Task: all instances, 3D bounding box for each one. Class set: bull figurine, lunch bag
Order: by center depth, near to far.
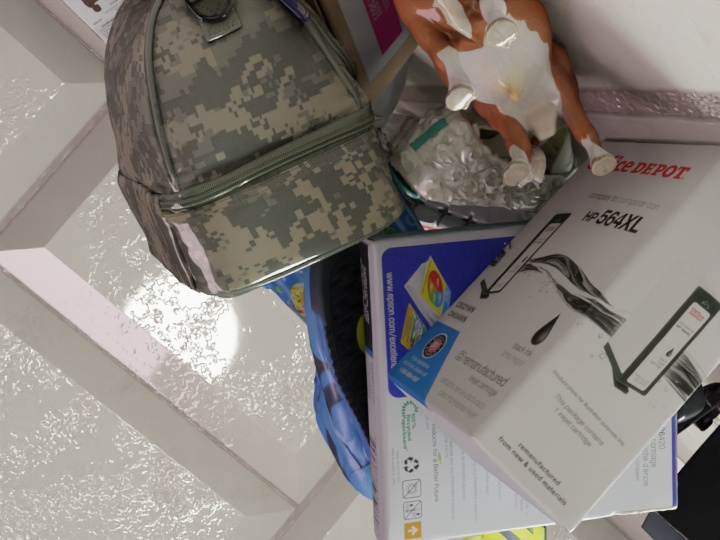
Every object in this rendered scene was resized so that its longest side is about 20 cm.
[{"bbox_3d":[0.058,-0.120,0.612,0.200,0.065,0.122,35,-150,-43],"label":"bull figurine"},{"bbox_3d":[-0.078,-0.092,0.704,0.169,0.139,0.200,67,167,-17],"label":"lunch bag"}]

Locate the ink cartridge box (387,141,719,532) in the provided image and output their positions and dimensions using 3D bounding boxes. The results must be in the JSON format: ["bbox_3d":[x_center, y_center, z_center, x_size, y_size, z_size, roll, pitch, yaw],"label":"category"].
[{"bbox_3d":[0.127,0.026,0.679,0.084,0.200,0.146,44,174,-17],"label":"ink cartridge box"}]

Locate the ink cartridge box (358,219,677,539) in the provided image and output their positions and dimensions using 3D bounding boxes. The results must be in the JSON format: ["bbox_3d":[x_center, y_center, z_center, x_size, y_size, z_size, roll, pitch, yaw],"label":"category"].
[{"bbox_3d":[0.102,0.067,0.781,0.047,0.199,0.199,-150,56,-73],"label":"ink cartridge box"}]

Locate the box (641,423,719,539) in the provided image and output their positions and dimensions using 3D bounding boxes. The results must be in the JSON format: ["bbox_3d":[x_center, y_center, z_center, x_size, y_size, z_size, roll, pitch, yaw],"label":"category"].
[{"bbox_3d":[0.301,0.173,0.980,0.079,0.141,0.200,38,174,18],"label":"box"}]

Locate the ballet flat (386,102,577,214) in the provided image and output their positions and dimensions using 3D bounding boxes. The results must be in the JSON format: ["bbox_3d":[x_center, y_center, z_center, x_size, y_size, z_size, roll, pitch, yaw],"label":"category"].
[{"bbox_3d":[0.094,-0.072,0.749,0.072,0.072,0.200,38,-157,27],"label":"ballet flat"}]

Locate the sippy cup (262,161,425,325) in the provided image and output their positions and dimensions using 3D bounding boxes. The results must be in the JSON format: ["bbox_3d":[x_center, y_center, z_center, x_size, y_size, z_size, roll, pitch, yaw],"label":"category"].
[{"bbox_3d":[0.000,0.000,0.895,0.177,0.140,0.130,-13,-126,-43],"label":"sippy cup"}]

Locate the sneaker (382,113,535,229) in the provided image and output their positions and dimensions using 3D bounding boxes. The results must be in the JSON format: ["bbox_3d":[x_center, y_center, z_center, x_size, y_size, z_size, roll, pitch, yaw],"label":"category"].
[{"bbox_3d":[0.079,-0.058,1.049,0.200,0.077,0.082,42,-174,25],"label":"sneaker"}]

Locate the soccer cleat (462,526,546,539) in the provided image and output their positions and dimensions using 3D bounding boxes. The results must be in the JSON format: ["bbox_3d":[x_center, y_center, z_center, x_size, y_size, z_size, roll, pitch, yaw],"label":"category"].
[{"bbox_3d":[0.081,0.146,0.845,0.083,0.202,0.064,-14,-169,-43],"label":"soccer cleat"}]

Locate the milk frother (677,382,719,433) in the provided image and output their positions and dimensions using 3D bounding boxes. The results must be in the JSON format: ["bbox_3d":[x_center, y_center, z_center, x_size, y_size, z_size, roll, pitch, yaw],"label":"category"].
[{"bbox_3d":[0.187,0.054,0.930,0.200,0.180,0.189,-11,-96,-61],"label":"milk frother"}]

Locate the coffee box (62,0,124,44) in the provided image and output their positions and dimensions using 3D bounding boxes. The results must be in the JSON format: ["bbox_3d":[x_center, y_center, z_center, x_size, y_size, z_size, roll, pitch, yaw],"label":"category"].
[{"bbox_3d":[-0.186,-0.243,1.104,0.200,0.080,0.113,45,-152,-37],"label":"coffee box"}]

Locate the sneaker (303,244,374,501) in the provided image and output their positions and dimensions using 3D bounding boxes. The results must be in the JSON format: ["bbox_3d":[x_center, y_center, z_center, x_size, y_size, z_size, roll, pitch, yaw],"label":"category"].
[{"bbox_3d":[-0.012,0.071,0.816,0.078,0.066,0.201,10,126,44],"label":"sneaker"}]

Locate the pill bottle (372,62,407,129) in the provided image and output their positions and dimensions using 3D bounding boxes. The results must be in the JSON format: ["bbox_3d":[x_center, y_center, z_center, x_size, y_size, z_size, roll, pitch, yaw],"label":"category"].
[{"bbox_3d":[-0.071,-0.174,0.919,0.200,0.113,0.112,38,174,21],"label":"pill bottle"}]

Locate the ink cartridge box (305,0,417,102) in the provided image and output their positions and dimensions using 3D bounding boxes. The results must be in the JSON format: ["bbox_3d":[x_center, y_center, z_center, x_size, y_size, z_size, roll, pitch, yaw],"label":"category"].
[{"bbox_3d":[-0.051,-0.205,0.725,0.164,0.075,0.200,38,174,18],"label":"ink cartridge box"}]
